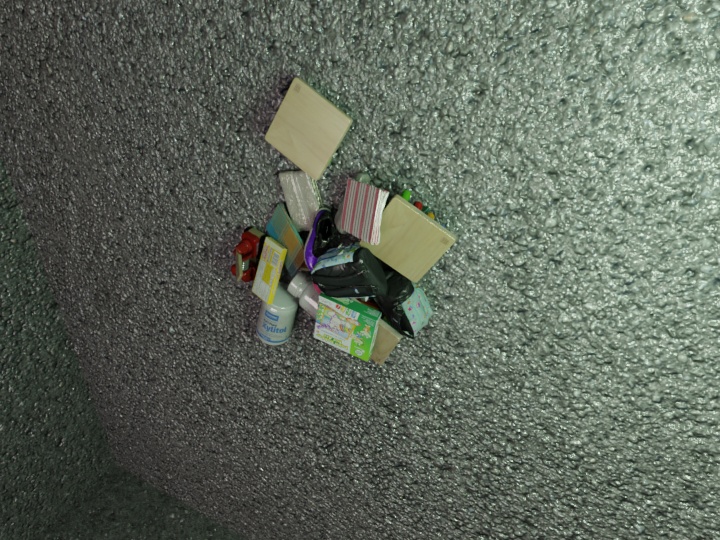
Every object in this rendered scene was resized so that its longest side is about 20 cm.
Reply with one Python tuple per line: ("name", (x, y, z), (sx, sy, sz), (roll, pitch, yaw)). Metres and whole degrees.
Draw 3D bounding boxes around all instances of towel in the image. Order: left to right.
("towel", (-0.240, -0.098, 1.877), (0.202, 0.021, 0.147), (60, 141, 15))
("towel", (-0.182, -0.218, 1.803), (0.131, 0.034, 0.203), (0, 116, 34))
("towel", (0.007, -0.163, 1.558), (0.199, 0.029, 0.149), (32, 115, 56))

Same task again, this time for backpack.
("backpack", (-0.042, 0.007, 1.625), (0.197, 0.155, 0.164), (-20, 129, 23))
("backpack", (0.129, 0.103, 1.689), (0.167, 0.126, 0.201), (37, 162, 53))

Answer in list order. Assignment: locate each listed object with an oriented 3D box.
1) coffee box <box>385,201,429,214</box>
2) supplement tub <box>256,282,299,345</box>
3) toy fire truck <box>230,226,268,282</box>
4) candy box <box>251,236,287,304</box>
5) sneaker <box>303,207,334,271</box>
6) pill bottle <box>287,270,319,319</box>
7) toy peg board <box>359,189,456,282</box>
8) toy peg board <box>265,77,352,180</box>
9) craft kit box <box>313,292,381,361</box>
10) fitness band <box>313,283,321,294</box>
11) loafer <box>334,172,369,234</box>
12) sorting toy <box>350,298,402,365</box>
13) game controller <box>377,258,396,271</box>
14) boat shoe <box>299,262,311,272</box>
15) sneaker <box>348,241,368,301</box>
("coffee box", (0.106, -0.130, 1.650), (0.197, 0.044, 0.125), (9, 122, 31))
("supplement tub", (-0.296, 0.157, 2.046), (0.131, 0.132, 0.202), (31, 131, 14))
("toy fire truck", (-0.394, -0.024, 1.955), (0.127, 0.200, 0.178), (29, 130, 17))
("candy box", (-0.305, 0.001, 1.918), (0.102, 0.026, 0.203), (34, 113, 40))
("sneaker", (-0.123, -0.085, 1.746), (0.068, 0.100, 0.204), (6, 104, -19))
("pill bottle", (-0.141, 0.094, 1.911), (0.199, 0.114, 0.115), (38, 132, 9))
("toy peg board", (0.134, -0.105, 1.570), (0.198, 0.098, 0.200), (33, 133, -7))
("toy peg board", (-0.133, -0.402, 1.627), (0.199, 0.098, 0.200), (39, 117, 7))
("craft kit box", (-0.044, 0.171, 1.790), (0.197, 0.049, 0.199), (22, 137, 12))
("fitness band", (-0.055, 0.032, 1.787), (0.198, 0.038, 0.144), (19, 122, -28))
("loafer", (-0.031, -0.203, 1.683), (0.070, 0.069, 0.202), (46, 125, 32))
("sorting toy", (0.035, 0.183, 1.856), (0.198, 0.070, 0.201), (38, 145, 8))
("game controller", (0.088, 0.028, 1.771), (0.103, 0.042, 0.203), (1, 119, 18))
("boat shoe", (-0.116, -0.031, 1.856), (0.197, 0.075, 0.075), (-2, 86, 33))
("sneaker", (0.000, 0.000, 1.728), (0.079, 0.074, 0.203), (3, 116, 8))
